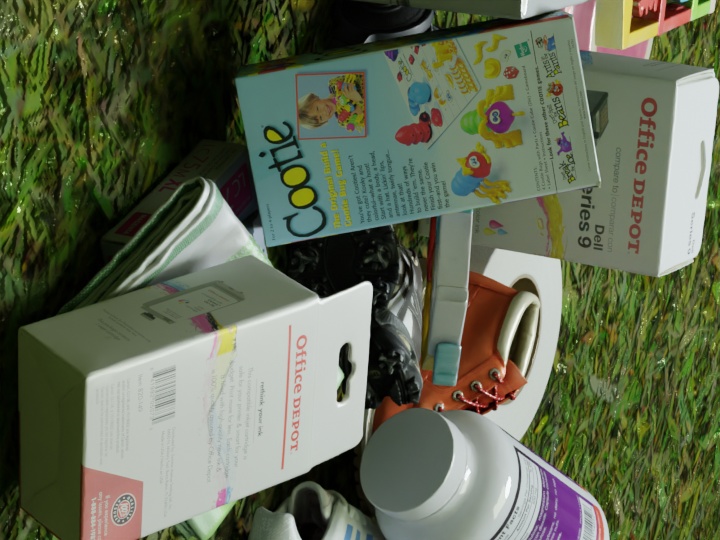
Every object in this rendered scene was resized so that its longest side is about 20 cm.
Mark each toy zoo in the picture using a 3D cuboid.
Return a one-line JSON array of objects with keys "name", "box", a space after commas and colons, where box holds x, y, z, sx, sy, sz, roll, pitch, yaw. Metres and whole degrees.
[{"name": "toy zoo", "box": [0.059, -0.020, 1.432, 0.131, 0.020, 0.200, 98, -3, -69]}, {"name": "toy zoo", "box": [0.188, -0.214, 1.375, 0.200, 0.020, 0.131, -27, 126, -57]}]

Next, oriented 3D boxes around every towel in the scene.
[{"name": "towel", "box": [-0.093, 0.057, 1.268, 0.149, 0.031, 0.200, -47, 136, -13]}]

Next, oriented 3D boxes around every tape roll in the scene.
[{"name": "tape roll", "box": [0.108, 0.052, 1.754, 0.203, 0.037, 0.203, -36, 131, -56]}]

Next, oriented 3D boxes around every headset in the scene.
[{"name": "headset", "box": [0.039, -0.148, 1.471, 0.200, 0.094, 0.124, -61, 151, -12]}]

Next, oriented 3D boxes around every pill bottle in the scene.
[{"name": "pill bottle", "box": [0.085, 0.170, 1.543, 0.200, 0.112, 0.113, 37, 65, -45]}]

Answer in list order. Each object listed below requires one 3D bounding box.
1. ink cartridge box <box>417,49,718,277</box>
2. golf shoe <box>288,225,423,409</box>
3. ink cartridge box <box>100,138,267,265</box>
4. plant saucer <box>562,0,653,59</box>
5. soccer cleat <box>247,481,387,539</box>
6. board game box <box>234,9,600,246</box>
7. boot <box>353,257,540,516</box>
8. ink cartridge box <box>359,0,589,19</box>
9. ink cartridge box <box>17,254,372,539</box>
[{"name": "ink cartridge box", "box": [0.150, -0.086, 1.597, 0.087, 0.200, 0.145, -22, 120, -60]}, {"name": "golf shoe", "box": [0.000, 0.000, 1.492, 0.095, 0.078, 0.200, -77, 162, -48]}, {"name": "ink cartridge box", "box": [-0.096, 0.035, 1.331, 0.119, 0.042, 0.200, -50, 143, -45]}, {"name": "plant saucer", "box": [0.199, -0.205, 1.824, 0.200, 0.051, 0.201, -32, 127, -56]}, {"name": "soccer cleat", "box": [-0.016, 0.185, 1.514, 0.200, 0.070, 0.086, -10, 104, -64]}, {"name": "board game box", "box": [0.032, -0.088, 1.309, 0.103, 0.200, 0.105, -101, -179, -80]}, {"name": "boot", "box": [0.063, 0.093, 1.600, 0.200, 0.107, 0.075, -70, 156, -13]}, {"name": "ink cartridge box", "box": [0.038, -0.209, 1.321, 0.146, 0.200, 0.084, -25, 122, -60]}, {"name": "ink cartridge box", "box": [-0.089, 0.067, 1.210, 0.200, 0.067, 0.117, -17, 124, -37]}]
